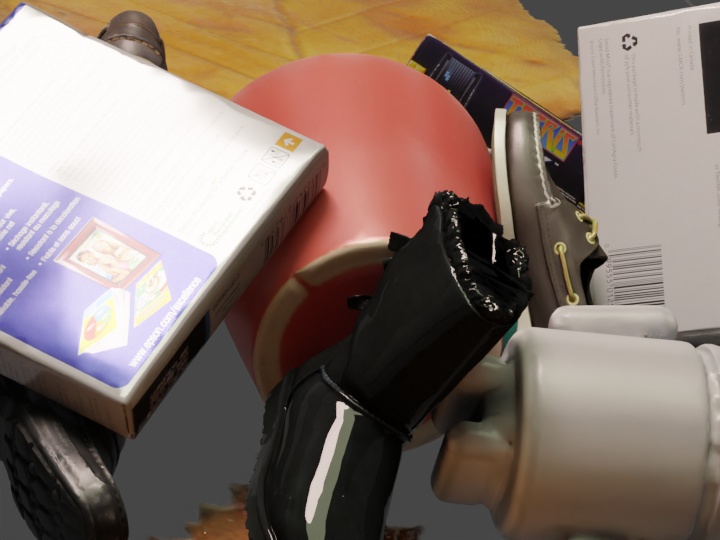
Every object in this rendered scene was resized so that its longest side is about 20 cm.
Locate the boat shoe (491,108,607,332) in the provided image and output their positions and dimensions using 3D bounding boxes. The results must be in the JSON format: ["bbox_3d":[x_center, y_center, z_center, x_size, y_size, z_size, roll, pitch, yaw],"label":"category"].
[{"bbox_3d":[0.115,0.001,1.155,0.060,0.204,0.072,-9,-10,9],"label":"boat shoe"}]

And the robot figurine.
[{"bbox_3d":[0.138,0.091,1.055,0.198,0.113,0.171,6,61,-5],"label":"robot figurine"}]

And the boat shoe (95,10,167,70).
[{"bbox_3d":[-0.166,-0.110,1.384,0.074,0.200,0.074,16,62,-13],"label":"boat shoe"}]

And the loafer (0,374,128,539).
[{"bbox_3d":[-0.152,0.086,1.028,0.070,0.069,0.200,-12,23,-21],"label":"loafer"}]

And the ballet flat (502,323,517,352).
[{"bbox_3d":[0.112,0.038,1.266,0.069,0.070,0.200,-1,22,-21],"label":"ballet flat"}]

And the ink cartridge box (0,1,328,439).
[{"bbox_3d":[-0.150,-0.031,1.046,0.199,0.047,0.198,24,56,17],"label":"ink cartridge box"}]

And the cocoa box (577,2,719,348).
[{"bbox_3d":[0.216,-0.048,1.229,0.132,0.202,0.131,-6,-12,21],"label":"cocoa box"}]

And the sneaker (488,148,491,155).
[{"bbox_3d":[0.019,-0.055,1.280,0.198,0.083,0.070,-3,31,-15],"label":"sneaker"}]

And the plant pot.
[{"bbox_3d":[0.000,0.000,1.161,0.198,0.202,0.178,3,30,-11],"label":"plant pot"}]

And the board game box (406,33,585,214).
[{"bbox_3d":[0.120,-0.086,1.404,0.199,0.057,0.165,34,6,3],"label":"board game box"}]

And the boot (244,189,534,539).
[{"bbox_3d":[0.019,0.063,0.984,0.073,0.163,0.199,34,25,-20],"label":"boot"}]
